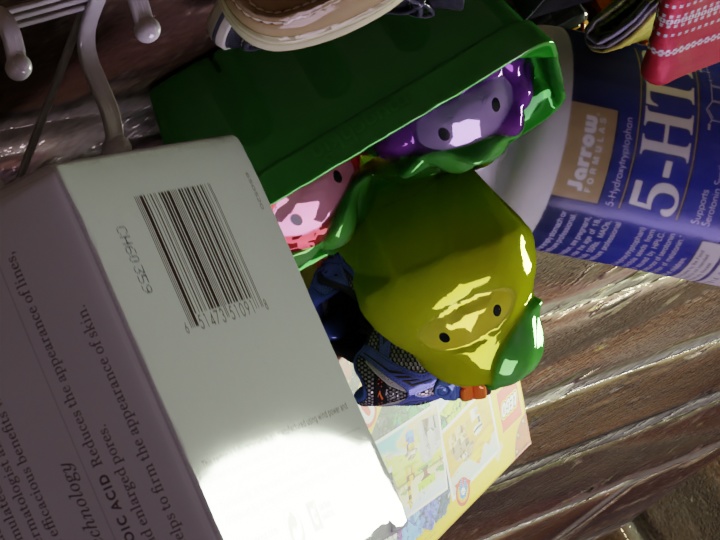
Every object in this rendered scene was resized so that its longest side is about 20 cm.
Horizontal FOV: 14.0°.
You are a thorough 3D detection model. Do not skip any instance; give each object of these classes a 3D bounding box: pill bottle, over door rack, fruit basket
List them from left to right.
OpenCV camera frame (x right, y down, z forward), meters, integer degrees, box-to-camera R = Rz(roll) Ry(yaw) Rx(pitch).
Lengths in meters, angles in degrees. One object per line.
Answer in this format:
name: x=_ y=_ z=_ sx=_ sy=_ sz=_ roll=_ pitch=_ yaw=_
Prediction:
over door rack: x=-0.181 y=-0.042 z=1.261 sx=0.148 sy=0.067 sz=0.200 roll=-19 pitch=162 yaw=-38
fruit basket: x=0.020 y=-0.034 z=1.439 sx=0.215 sy=0.216 sz=0.156 roll=-31 pitch=167 yaw=0
pill bottle: x=0.121 y=-0.066 z=1.564 sx=0.199 sy=0.120 sz=0.120 roll=10 pitch=154 yaw=-12

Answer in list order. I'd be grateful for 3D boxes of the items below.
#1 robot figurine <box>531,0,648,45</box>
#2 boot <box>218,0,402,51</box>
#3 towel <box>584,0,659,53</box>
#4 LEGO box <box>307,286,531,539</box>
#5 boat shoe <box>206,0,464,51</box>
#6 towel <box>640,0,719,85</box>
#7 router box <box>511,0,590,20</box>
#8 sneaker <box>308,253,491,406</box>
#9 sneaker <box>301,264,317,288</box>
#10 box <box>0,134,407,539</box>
robot figurine: x=0.097 y=-0.096 z=1.683 sx=0.200 sy=0.058 sz=0.145 roll=-40 pitch=165 yaw=35
boot: x=0.022 y=-0.179 z=1.200 sx=0.200 sy=0.072 sz=0.155 roll=-35 pitch=168 yaw=-6
towel: x=0.213 y=-0.163 z=1.542 sx=0.144 sy=0.023 sz=0.200 roll=-41 pitch=163 yaw=33
LEGO box: x=0.013 y=0.079 z=1.718 sx=0.077 sy=0.149 sz=0.200 roll=2 pitch=-155 yaw=31
boat shoe: x=0.023 y=-0.146 z=1.342 sx=0.200 sy=0.062 sz=0.075 roll=-27 pitch=168 yaw=-12
towel: x=0.208 y=-0.181 z=1.411 sx=0.144 sy=0.022 sz=0.200 roll=-22 pitch=145 yaw=-24
router box: x=0.176 y=-0.207 z=1.467 sx=0.200 sy=0.052 sz=0.157 roll=-19 pitch=162 yaw=-40
sneaker: x=0.000 y=0.000 z=1.577 sx=0.078 sy=0.200 sz=0.075 roll=-16 pitch=131 yaw=-15
sneaker: x=0.002 y=0.015 z=1.820 sx=0.200 sy=0.077 sz=0.075 roll=-5 pitch=160 yaw=-46
box: x=-0.102 y=0.061 z=1.243 sx=0.131 sy=0.200 sz=0.199 roll=-25 pitch=178 yaw=21
